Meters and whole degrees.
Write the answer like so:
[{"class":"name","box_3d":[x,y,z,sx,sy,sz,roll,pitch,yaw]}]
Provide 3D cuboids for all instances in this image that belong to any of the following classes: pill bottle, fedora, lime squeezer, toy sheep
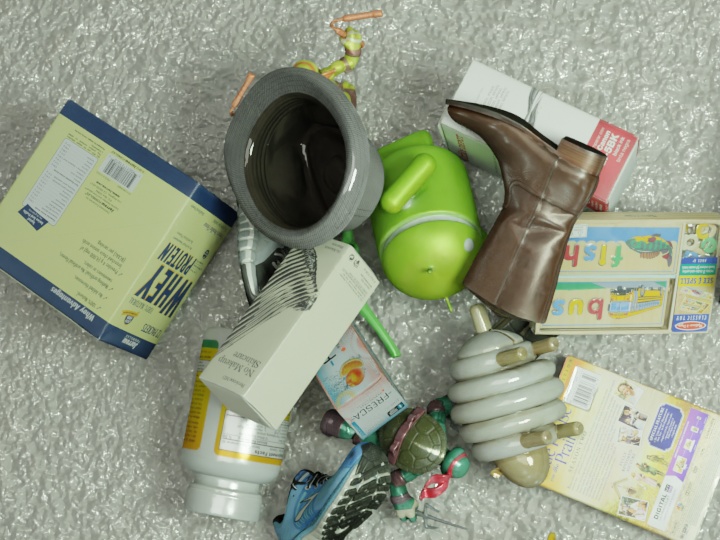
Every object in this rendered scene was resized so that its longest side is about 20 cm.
[{"class":"pill bottle","box_3d":[-0.135,0.170,1.701,0.112,0.113,0.201,8,83,10]},{"class":"fedora","box_3d":[-0.046,-0.112,1.634,0.200,0.090,0.177,44,111,36]},{"class":"lime squeezer","box_3d":[0.000,0.000,1.727,0.070,0.038,0.201,-6,76,-36]},{"class":"toy sheep","box_3d":[0.155,0.131,1.629,0.137,0.138,0.201,-14,84,7]}]

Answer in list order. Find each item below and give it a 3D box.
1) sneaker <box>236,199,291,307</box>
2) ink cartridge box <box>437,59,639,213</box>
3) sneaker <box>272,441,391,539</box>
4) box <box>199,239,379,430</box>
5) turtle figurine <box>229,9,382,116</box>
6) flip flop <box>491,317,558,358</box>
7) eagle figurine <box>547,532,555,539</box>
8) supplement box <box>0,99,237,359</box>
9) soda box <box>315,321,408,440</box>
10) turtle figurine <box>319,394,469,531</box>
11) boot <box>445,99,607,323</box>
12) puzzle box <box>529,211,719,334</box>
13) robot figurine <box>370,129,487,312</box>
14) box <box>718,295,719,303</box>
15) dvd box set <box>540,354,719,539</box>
[{"class":"sneaker","box_3d":[-0.077,-0.035,1.715,0.115,0.075,0.201,-9,52,2]},{"class":"ink cartridge box","box_3d":[0.195,-0.136,1.677,0.199,0.147,0.083,27,86,11]},{"class":"sneaker","box_3d":[-0.043,0.245,1.661,0.090,0.078,0.200,56,129,26]},{"class":"box","box_3d":[-0.074,0.061,1.621,0.082,0.068,0.200,15,63,44]},{"class":"turtle figurine","box_3d":[-0.044,-0.205,1.718,0.200,0.161,0.065,-36,77,2]},{"class":"flip flop","box_3d":[0.207,0.041,1.695,0.200,0.058,0.081,-40,113,15]},{"class":"eagle figurine","box_3d":[0.195,0.350,1.611,0.199,0.152,0.151,-9,43,-9]},{"class":"supplement box","box_3d":[-0.284,-0.044,1.735,0.199,0.134,0.200,32,88,20]},{"class":"soda box","box_3d":[-0.026,0.087,1.672,0.063,0.068,0.200,-36,44,2]},{"class":"turtle figurine","box_3d":[0.059,0.184,1.678,0.199,0.101,0.150,31,74,23]},{"class":"boot","box_3d":[0.137,-0.058,1.586,0.186,0.064,0.201,26,105,20]},{"class":"puzzle box","box_3d":[0.282,0.004,1.644,0.198,0.025,0.134,-1,113,-10]},{"class":"robot figurine","box_3d":[0.070,-0.054,1.682,0.115,0.176,0.201,-21,51,13]},{"class":"box","box_3d":[0.479,-0.045,1.630,0.148,0.124,0.201,18,86,12]},{"class":"dvd box set","box_3d":[0.290,0.195,1.671,0.199,0.029,0.147,21,86,11]}]
